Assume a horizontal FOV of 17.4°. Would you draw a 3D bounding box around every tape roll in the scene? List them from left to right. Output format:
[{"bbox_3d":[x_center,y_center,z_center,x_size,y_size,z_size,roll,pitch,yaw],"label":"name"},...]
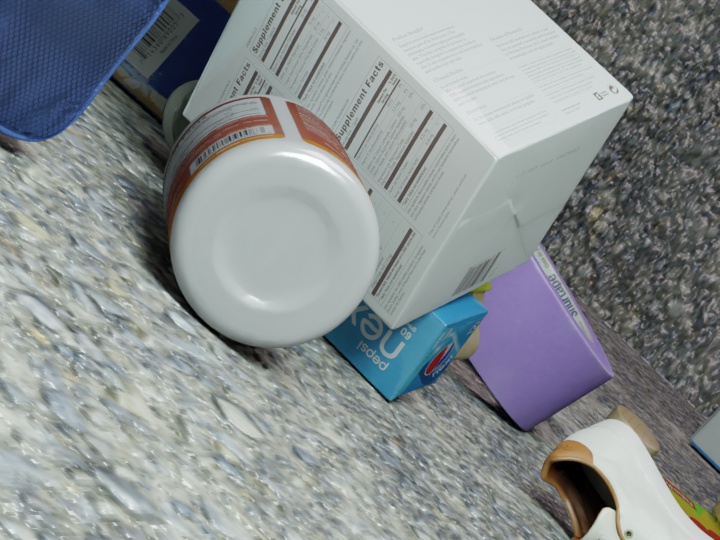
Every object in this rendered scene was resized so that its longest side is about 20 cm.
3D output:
[{"bbox_3d":[0.115,0.021,1.870,0.201,0.085,0.200,57,8,-13],"label":"tape roll"}]

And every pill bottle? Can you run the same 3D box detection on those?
[{"bbox_3d":[-0.054,-0.035,1.312,0.112,0.112,0.200,40,7,-14],"label":"pill bottle"}]

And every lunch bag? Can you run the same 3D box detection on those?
[{"bbox_3d":[-0.206,-0.171,1.174,0.132,0.136,0.200,46,9,33],"label":"lunch bag"}]

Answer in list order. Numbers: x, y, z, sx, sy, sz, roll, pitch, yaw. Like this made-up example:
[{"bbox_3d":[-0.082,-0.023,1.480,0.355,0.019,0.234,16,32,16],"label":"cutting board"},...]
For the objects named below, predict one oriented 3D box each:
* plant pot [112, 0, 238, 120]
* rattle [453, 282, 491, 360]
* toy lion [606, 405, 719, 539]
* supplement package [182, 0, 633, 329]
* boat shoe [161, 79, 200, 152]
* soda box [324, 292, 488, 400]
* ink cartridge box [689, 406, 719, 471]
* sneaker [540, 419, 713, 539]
[{"bbox_3d":[-0.110,-0.223,1.737,0.200,0.200,0.180,41,43,-7],"label":"plant pot"},{"bbox_3d":[0.000,0.000,1.713,0.200,0.142,0.131,38,-37,55],"label":"rattle"},{"bbox_3d":[0.259,0.218,1.814,0.200,0.069,0.192,40,14,-18],"label":"toy lion"},{"bbox_3d":[0.027,-0.102,1.458,0.200,0.151,0.151,45,39,18],"label":"supplement package"},{"bbox_3d":[-0.084,-0.074,1.630,0.071,0.070,0.201,33,-5,42],"label":"boat shoe"},{"bbox_3d":[-0.017,-0.012,1.516,0.200,0.068,0.064,44,26,16],"label":"soda box"},{"bbox_3d":[0.516,0.245,3.034,0.145,0.084,0.200,44,6,17],"label":"ink cartridge box"},{"bbox_3d":[0.188,0.196,1.558,0.084,0.073,0.200,-17,62,-43],"label":"sneaker"}]
